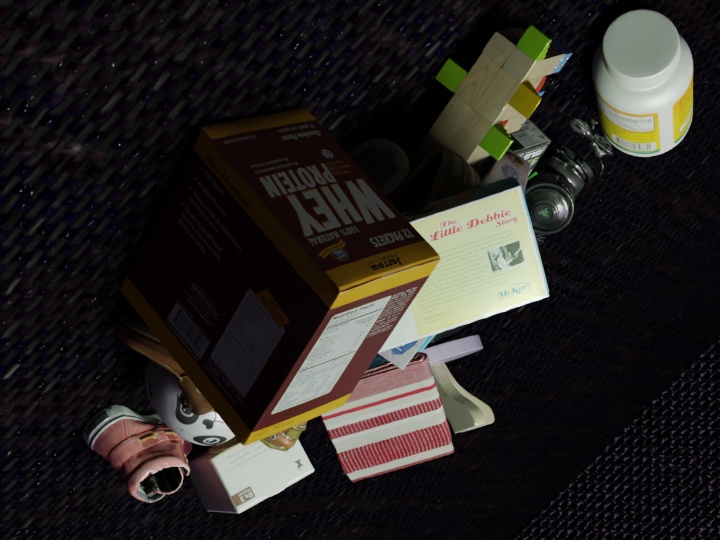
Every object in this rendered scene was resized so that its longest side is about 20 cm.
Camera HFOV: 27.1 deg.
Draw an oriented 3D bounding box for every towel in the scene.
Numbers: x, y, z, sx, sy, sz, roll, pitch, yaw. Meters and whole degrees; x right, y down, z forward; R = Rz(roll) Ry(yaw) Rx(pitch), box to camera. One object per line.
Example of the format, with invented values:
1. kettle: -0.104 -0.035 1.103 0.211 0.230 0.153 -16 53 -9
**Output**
1. towel: 0.030 0.180 1.817 0.144 0.023 0.200 -16 138 3

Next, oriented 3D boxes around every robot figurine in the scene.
1. robot figurine: -0.119 0.085 1.490 0.200 0.150 0.125 -38 172 -10

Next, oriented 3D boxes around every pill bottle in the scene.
1. pill bottle: 0.322 -0.215 1.701 0.113 0.113 0.200 -41 159 -2

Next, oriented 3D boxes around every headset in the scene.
1. headset: 0.221 -0.110 1.755 0.200 0.094 0.124 -34 -160 50

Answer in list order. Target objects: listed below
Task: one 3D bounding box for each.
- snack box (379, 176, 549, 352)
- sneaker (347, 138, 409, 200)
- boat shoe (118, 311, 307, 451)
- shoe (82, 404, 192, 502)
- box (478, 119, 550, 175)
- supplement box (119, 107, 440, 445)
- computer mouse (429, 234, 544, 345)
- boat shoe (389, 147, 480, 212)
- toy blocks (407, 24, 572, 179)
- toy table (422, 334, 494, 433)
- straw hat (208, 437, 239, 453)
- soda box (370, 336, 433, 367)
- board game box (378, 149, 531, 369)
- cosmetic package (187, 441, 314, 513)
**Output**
1. snack box: 0.068 -0.002 1.401 0.200 0.116 0.037 -18 -160 -3
2. sneaker: -0.028 -0.037 1.473 0.200 0.078 0.099 -37 155 -13
3. boat shoe: -0.142 0.105 1.389 0.068 0.200 0.072 -65 176 9
4. shoe: -0.217 0.202 1.594 0.071 0.091 0.200 -44 159 5
5. box: 0.104 -0.073 1.689 0.200 0.048 0.193 -20 152 -46
6. supplement box: -0.075 0.002 1.308 0.133 0.197 0.200 -17 149 -47
7. computer mouse: 0.137 0.014 1.896 0.138 0.053 0.200 -15 149 -54
8. boat shoe: 0.031 -0.033 1.439 0.200 0.072 0.076 -58 143 -1
9. toy blocks: 0.137 -0.171 1.515 0.200 0.100 0.137 -55 167 24
10. toy table: 0.090 0.164 1.953 0.200 0.117 0.184 -14 172 -25
11. straw hat: -0.097 0.117 1.635 0.201 0.085 0.201 -26 -179 1
12. soda box: 0.046 0.076 1.818 0.200 0.064 0.068 -49 -174 19
13. board game box: 0.097 -0.018 1.546 0.200 0.041 0.200 -54 -176 21
14. cosmetic package: -0.131 0.222 1.698 0.102 0.074 0.200 -28 179 -19
